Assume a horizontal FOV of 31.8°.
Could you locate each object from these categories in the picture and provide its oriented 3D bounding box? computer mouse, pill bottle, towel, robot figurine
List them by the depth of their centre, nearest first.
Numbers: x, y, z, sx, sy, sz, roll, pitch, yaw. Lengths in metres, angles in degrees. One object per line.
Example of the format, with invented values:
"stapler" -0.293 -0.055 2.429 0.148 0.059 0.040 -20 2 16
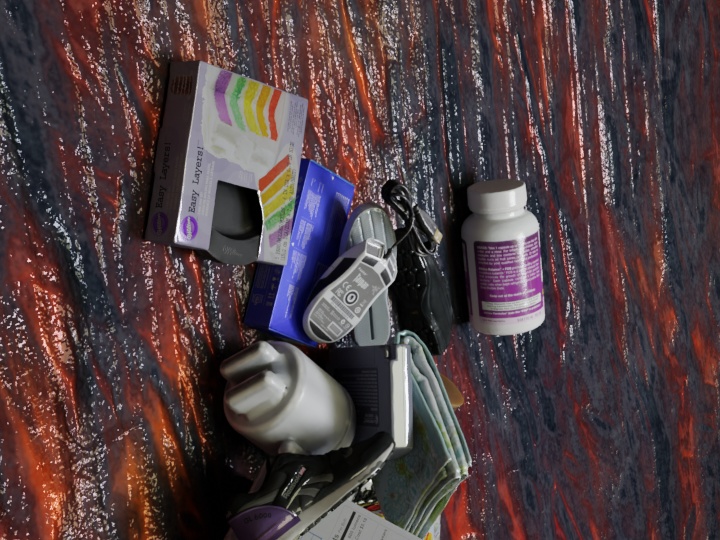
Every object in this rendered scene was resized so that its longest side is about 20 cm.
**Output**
"robot figurine" -0.078 0.156 1.435 0.200 0.112 0.171 44 28 -45
"computer mouse" 0.002 -0.004 1.465 0.200 0.044 0.110 -45 128 -1
"towel" 0.053 0.199 1.475 0.047 0.202 0.172 2 137 -26
"pill bottle" 0.199 -0.021 1.775 0.112 0.111 0.203 -25 115 -48

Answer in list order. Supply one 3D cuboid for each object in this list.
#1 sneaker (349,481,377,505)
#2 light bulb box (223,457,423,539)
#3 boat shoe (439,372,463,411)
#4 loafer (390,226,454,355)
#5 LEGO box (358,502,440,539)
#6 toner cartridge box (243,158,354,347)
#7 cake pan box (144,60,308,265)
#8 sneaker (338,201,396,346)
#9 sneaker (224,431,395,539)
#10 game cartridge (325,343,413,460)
"sneaker" 0.025 0.261 1.586 0.199 0.088 0.076 -26 153 -45
"light bulb box" -0.065 0.348 1.387 0.200 0.198 0.125 -62 179 -25
"boat shoe" 0.058 0.165 1.662 0.199 0.071 0.071 19 119 -49
"loafer" 0.081 0.021 1.668 0.071 0.067 0.203 -56 140 -42
"LEGO box" 0.016 0.374 1.616 0.199 0.076 0.152 -6 99 -52
"toner cartridge box" -0.070 -0.020 1.479 0.095 0.043 0.203 27 73 -52
"cake pan box" -0.142 -0.108 1.370 0.183 0.052 0.204 13 84 -50
"sneaker" 0.000 0.000 1.535 0.072 0.071 0.203 -9 125 -18
"sneaker" -0.053 0.216 1.332 0.199 0.076 0.088 -36 82 -23
"game cartridge" 0.009 0.155 1.480 0.040 0.199 0.136 5 84 -22
